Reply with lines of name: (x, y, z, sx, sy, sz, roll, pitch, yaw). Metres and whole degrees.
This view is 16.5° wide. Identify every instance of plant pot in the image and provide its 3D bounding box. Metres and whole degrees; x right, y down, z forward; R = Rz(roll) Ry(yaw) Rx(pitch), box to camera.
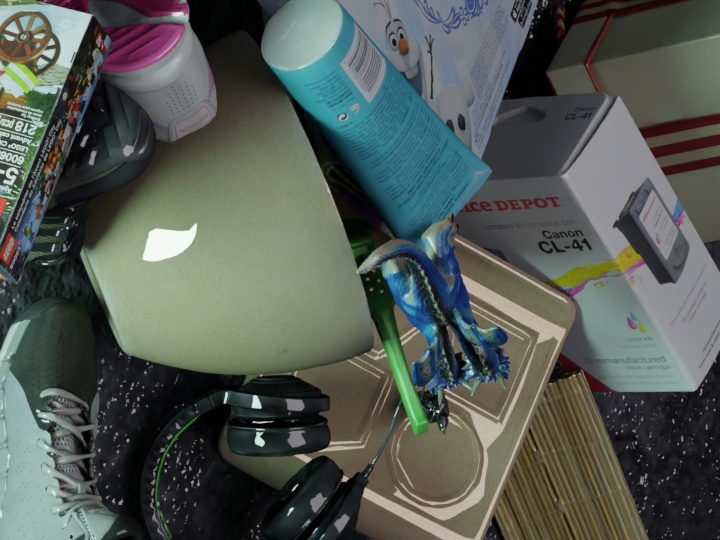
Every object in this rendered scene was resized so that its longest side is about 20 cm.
plant pot: (-0.093, -0.020, 1.430, 0.134, 0.200, 0.201, -23, 111, -7)

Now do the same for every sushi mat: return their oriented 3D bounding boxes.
sushi mat: (0.141, 0.165, 1.721, 0.012, 0.095, 0.201, -86, 155, -64)

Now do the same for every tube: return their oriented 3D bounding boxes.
tube: (0.013, -0.079, 1.403, 0.078, 0.050, 0.200, -49, 138, -7)

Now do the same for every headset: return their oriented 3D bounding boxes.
headset: (-0.039, 0.118, 1.520, 0.199, 0.094, 0.124, -22, 95, -4)

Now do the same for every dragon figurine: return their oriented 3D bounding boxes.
dragon figurine: (0.046, 0.026, 1.392, 0.059, 0.200, 0.100, -24, 84, 3)

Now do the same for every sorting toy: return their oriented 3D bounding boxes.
sorting toy: (0.024, 0.069, 1.592, 0.185, 0.036, 0.201, 29, 75, -12)

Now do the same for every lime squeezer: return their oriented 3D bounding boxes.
lime squeezer: (0.000, 0.000, 1.500, 0.038, 0.200, 0.071, -28, 148, -3)

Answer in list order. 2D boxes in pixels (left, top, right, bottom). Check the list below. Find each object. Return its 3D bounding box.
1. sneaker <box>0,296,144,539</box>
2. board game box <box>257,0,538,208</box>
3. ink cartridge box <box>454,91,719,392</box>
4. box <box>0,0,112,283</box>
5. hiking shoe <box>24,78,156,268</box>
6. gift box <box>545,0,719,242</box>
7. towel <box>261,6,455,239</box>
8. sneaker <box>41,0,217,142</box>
sneaker: (-0.157, 0.117, 1.404, 0.075, 0.115, 0.201, 11, 85, -43)
board game box: (0.026, -0.174, 1.493, 0.199, 0.043, 0.201, 54, 43, -36)
ink cartridge box: (0.142, -0.014, 1.657, 0.200, 0.147, 0.086, 54, 53, -30)
box: (-0.242, -0.086, 1.261, 0.038, 0.199, 0.137, 59, 48, -67)
hiking shoe: (-0.172, -0.048, 1.330, 0.101, 0.199, 0.076, 29, 58, -44)
gift box: (0.247, -0.128, 1.733, 0.185, 0.186, 0.200, 65, 33, -22)
towel: (-0.001, -0.093, 1.525, 0.200, 0.023, 0.144, 35, 36, -59)
sneaker: (-0.141, -0.129, 1.365, 0.081, 0.200, 0.088, -31, 130, -7)
